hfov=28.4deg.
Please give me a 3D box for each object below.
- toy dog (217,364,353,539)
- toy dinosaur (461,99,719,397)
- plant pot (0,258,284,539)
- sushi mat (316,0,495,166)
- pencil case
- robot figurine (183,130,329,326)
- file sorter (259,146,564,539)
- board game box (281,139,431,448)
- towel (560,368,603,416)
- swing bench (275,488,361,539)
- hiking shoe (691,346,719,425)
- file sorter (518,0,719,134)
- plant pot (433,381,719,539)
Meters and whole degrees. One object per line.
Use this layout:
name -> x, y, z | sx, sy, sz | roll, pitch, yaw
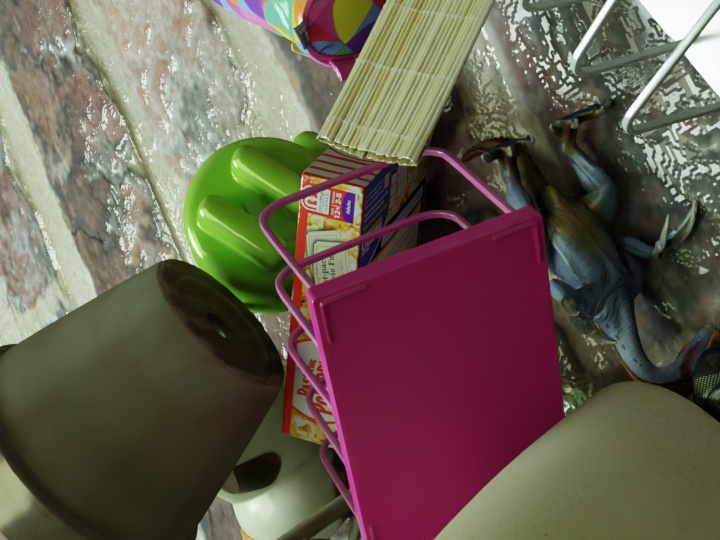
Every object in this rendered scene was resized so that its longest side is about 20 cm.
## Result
toy dog -> -0.082, 0.144, 1.164 | 0.200, 0.139, 0.194 | 53, 175, -29
toy dinosaur -> 0.155, -0.009, 0.889 | 0.200, 0.105, 0.182 | -131, 17, -82
plant pot -> -0.150, 0.093, 0.971 | 0.173, 0.200, 0.200 | -43, 66, 14
sushi mat -> 0.044, -0.159, 0.888 | 0.096, 0.012, 0.200 | 17, 78, 45
pencil case -> -0.066, -0.215, 1.049 | 0.200, 0.088, 0.089 | 37, 131, 40
robot figurine -> -0.071, -0.031, 1.068 | 0.115, 0.176, 0.200 | 31, 170, 3
file sorter -> 0.031, 0.045, 0.873 | 0.125, 0.139, 0.201 | -129, 23, -53
board game box -> 0.000, 0.000, 0.996 | 0.046, 0.152, 0.201 | 14, 119, 16
towel -> 0.166, 0.173, 0.915 | 0.148, 0.036, 0.201 | 24, 120, 43
swing bench -> -0.002, 0.280, 1.073 | 0.199, 0.200, 0.130 | 42, 134, 34
hiking shoe -> 0.230, 0.067, 0.763 | 0.101, 0.076, 0.200 | 36, 122, 13
file sorter -> 0.149, -0.189, 0.750 | 0.200, 0.124, 0.139 | 55, 141, 20
plant pot -> 0.105, 0.186, 0.774 | 0.187, 0.200, 0.188 | 43, 146, 39
